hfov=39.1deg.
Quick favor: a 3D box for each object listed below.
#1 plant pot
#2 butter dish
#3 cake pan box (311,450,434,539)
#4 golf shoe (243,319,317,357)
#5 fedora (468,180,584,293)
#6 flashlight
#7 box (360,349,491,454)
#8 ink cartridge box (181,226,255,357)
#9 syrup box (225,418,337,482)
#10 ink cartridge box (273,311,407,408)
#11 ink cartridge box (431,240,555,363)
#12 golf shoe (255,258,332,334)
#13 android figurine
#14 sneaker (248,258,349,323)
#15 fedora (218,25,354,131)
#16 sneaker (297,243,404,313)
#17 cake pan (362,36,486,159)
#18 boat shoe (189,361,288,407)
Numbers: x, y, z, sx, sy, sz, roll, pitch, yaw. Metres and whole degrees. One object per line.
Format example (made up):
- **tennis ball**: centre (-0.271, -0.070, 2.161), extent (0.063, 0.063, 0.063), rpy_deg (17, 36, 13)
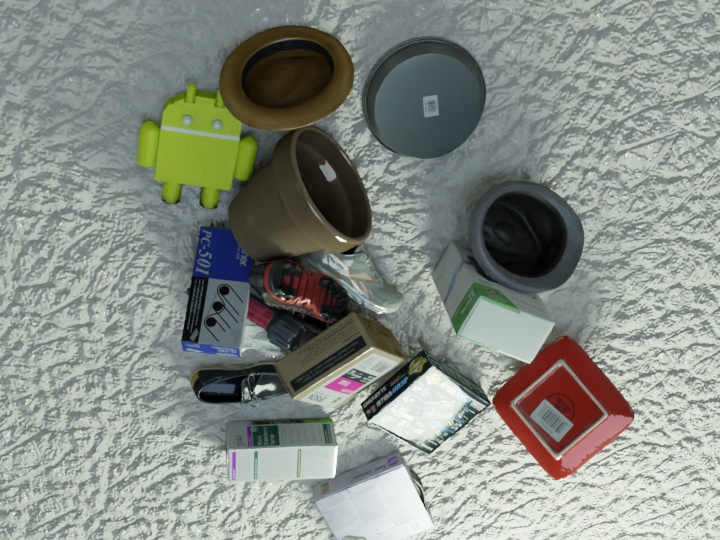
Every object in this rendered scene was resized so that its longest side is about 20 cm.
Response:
- **plant pot**: centre (-0.108, -0.099, 1.569), extent (0.174, 0.201, 0.200), rpy_deg (-26, 122, 27)
- **butter dish**: centre (0.379, 0.247, 1.865), extent (0.199, 0.148, 0.200), rpy_deg (-44, 75, 15)
- **cake pan box**: centre (0.029, 0.459, 1.975), extent (0.199, 0.052, 0.185), rpy_deg (-24, 122, 5)
- **golf shoe**: centre (-0.168, 0.095, 1.723), extent (0.199, 0.075, 0.092), rpy_deg (-1, 116, -10)
- **fedora**: centre (0.259, -0.056, 1.678), extent (0.199, 0.090, 0.178), rpy_deg (20, 86, -16)
- **flashlight**: centre (-0.186, 0.064, 1.648), extent (0.200, 0.068, 0.068), rpy_deg (32, 82, 16)
- **box**: centre (0.120, 0.243, 1.839), extent (0.159, 0.046, 0.200), rpy_deg (-42, 134, 15)
- **ink cartridge box**: centre (-0.221, 0.033, 1.604), extent (0.093, 0.201, 0.044), rpy_deg (7, 155, -2)
- **syrup box**: centre (-0.146, 0.328, 1.854), extent (0.199, 0.079, 0.082), rpy_deg (0, 120, -9)
- **ink cartridge box**: centre (-0.028, 0.156, 1.718), extent (0.164, 0.075, 0.200), rpy_deg (-35, 159, 11)
- **ink cartridge box**: centre (0.215, 0.048, 1.685), extent (0.145, 0.200, 0.088), rpy_deg (20, 111, -19)
- **golf shoe**: centre (-0.115, 0.039, 1.690), extent (0.200, 0.088, 0.077), rpy_deg (32, 112, -23)
- **android figurine**: centre (-0.250, -0.192, 1.564), extent (0.181, 0.041, 0.201), rpy_deg (9, 119, -14)
- **sneaker**: centre (-0.101, 0.033, 1.622), extent (0.200, 0.098, 0.071), rpy_deg (27, 72, -46)
- **fedora**: centre (-0.105, -0.267, 1.491), extent (0.200, 0.201, 0.082), rpy_deg (-10, 153, -4)
- **sneaker**: centre (0.000, 0.000, 1.697), extent (0.199, 0.076, 0.092), rpy_deg (27, 108, -23)
- **cake pan**: centre (0.103, -0.261, 1.583), extent (0.199, 0.037, 0.201), rpy_deg (-4, 120, -7)
- **boat shoe**: centre (-0.199, 0.204, 1.785), extent (0.199, 0.062, 0.075), rpy_deg (0, 118, -11)
